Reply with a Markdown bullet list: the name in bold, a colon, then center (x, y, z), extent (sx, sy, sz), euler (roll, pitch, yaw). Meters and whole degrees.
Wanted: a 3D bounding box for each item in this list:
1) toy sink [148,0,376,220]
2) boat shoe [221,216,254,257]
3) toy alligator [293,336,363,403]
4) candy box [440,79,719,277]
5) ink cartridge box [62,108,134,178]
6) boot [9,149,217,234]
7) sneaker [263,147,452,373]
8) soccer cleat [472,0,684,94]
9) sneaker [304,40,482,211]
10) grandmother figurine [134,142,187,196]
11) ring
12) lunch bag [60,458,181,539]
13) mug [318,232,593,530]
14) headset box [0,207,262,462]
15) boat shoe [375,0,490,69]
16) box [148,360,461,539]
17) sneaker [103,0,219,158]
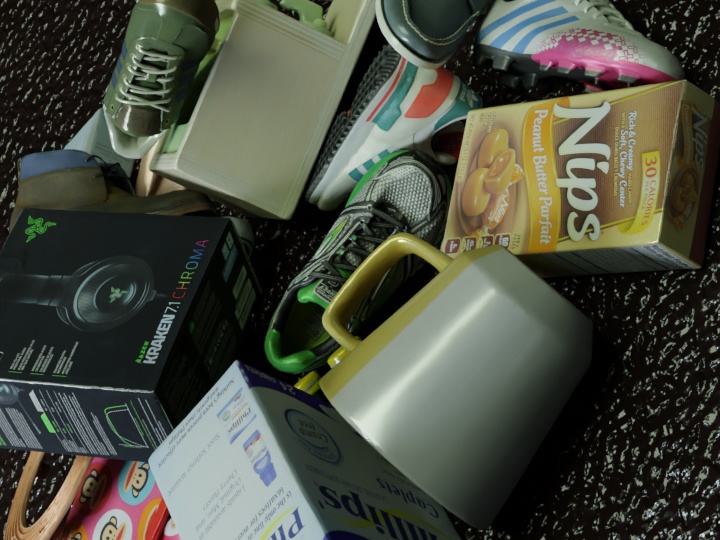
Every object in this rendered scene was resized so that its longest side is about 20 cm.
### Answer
- **toy sink**: center (-0.080, -0.153, 1.640), extent (0.202, 0.111, 0.130), euler (-67, 15, -3)
- **boat shoe**: center (-0.151, 0.037, 1.682), extent (0.199, 0.073, 0.068), euler (-40, 51, 28)
- **toy alligator**: center (-0.030, 0.108, 1.520), extent (0.200, 0.059, 0.054), euler (-40, 3, 11)
- **candy box**: center (0.151, -0.059, 1.419), extent (0.199, 0.055, 0.117), euler (-5, 69, 47)
- **ink cartridge box**: center (-0.260, -0.022, 1.799), extent (0.160, 0.047, 0.202), euler (-34, 38, 56)
- **boot**: center (-0.207, -0.064, 1.678), extent (0.198, 0.075, 0.098), euler (-12, 73, 25)
- **sneaker**: center (0.000, 0.000, 1.516), extent (0.201, 0.078, 0.085), euler (-57, -3, 16)
- **soccer cleat**: center (0.156, -0.172, 1.462), extent (0.199, 0.070, 0.087), euler (16, 82, 50)
- **sneaker**: center (0.026, -0.092, 1.561), extent (0.200, 0.093, 0.071), euler (126, 165, -54)
- **grandmother figurine**: center (-0.181, -0.047, 1.771), extent (0.121, 0.060, 0.202), euler (0, 67, 56)
- **ring**: center (-0.236, 0.149, 1.659), extent (0.201, 0.019, 0.201), euler (-54, 19, 29)
- **lunch bag**: center (-0.140, 0.188, 1.591), extent (0.175, 0.082, 0.202), euler (21, 88, 46)
- **mug**: center (0.062, 0.055, 1.379), extent (0.186, 0.149, 0.153), euler (41, 94, 7)
- **headset box**: center (-0.201, 0.046, 1.569), extent (0.198, 0.093, 0.175), euler (4, 50, 23)
- **boat shoe**: center (0.067, -0.218, 1.524), extent (0.062, 0.073, 0.200), euler (-45, 9, 36)
- **box**: center (-0.021, 0.185, 1.379), extent (0.105, 0.183, 0.201), euler (-47, 43, 16)
- **sneaker**: center (-0.155, -0.144, 1.564), extent (0.200, 0.067, 0.091), euler (134, 151, -70)
